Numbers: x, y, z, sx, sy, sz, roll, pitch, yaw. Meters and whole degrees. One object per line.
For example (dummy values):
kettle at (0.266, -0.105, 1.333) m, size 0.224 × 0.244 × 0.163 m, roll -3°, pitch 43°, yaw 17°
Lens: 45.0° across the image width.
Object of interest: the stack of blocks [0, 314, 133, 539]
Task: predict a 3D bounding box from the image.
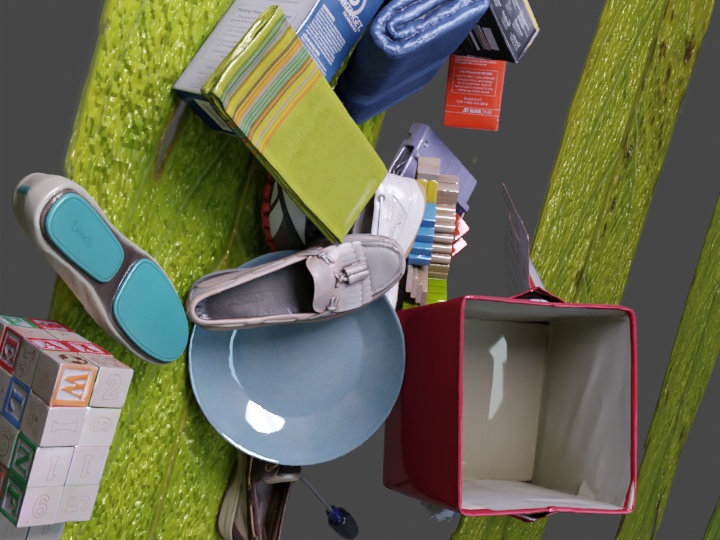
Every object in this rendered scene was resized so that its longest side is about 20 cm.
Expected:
stack of blocks at (-0.247, 0.146, 0.634) m, size 0.058 × 0.115 × 0.201 m, roll 13°, pitch 96°, yaw -49°

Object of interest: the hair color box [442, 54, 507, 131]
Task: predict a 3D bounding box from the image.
hair color box at (0.126, -0.253, 0.895) m, size 0.102 × 0.061 × 0.201 m, roll -62°, pitch 157°, yaw -70°

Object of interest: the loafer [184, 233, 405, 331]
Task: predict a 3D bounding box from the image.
loafer at (-0.054, 0.017, 0.755) m, size 0.199 × 0.063 × 0.072 m, roll -14°, pitch 96°, yaw -3°

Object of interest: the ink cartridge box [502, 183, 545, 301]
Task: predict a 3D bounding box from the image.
ink cartridge box at (0.211, 0.013, 1.063) m, size 0.050 × 0.161 × 0.201 m, roll -5°, pitch 118°, yaw 0°

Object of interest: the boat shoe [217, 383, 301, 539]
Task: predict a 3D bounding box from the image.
boat shoe at (-0.085, 0.190, 0.863) m, size 0.072 × 0.072 × 0.201 m, roll 11°, pitch 97°, yaw -49°

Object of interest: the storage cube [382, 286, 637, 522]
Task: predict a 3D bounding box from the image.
storage cube at (0.131, 0.121, 0.800) m, size 0.170 × 0.180 × 0.201 m, roll 4°, pitch 81°, yaw -18°

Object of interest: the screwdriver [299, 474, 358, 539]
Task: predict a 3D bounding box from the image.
screwdriver at (-0.038, 0.255, 0.954) m, size 0.028 × 0.029 × 0.200 m, roll -23°, pitch 140°, yaw 2°

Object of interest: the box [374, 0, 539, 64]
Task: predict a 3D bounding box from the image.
box at (0.052, -0.275, 0.760) m, size 0.049 × 0.159 × 0.200 m, roll -57°, pitch 137°, yaw -16°

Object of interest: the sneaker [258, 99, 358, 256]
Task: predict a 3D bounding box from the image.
sneaker at (-0.043, -0.074, 0.785) m, size 0.071 × 0.098 × 0.201 m, roll -26°, pitch 124°, yaw -41°

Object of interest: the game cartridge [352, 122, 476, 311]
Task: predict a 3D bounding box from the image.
game cartridge at (0.053, -0.043, 0.953) m, size 0.130 × 0.038 × 0.201 m, roll 36°, pitch 78°, yaw -44°

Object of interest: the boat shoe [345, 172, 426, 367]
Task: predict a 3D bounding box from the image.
boat shoe at (0.000, 0.000, 0.852) m, size 0.069 × 0.071 × 0.201 m, roll 14°, pitch 95°, yaw -28°

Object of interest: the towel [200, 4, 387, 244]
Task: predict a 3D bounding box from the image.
towel at (-0.041, -0.106, 0.682) m, size 0.086 × 0.018 × 0.200 m, roll -54°, pitch 139°, yaw -12°

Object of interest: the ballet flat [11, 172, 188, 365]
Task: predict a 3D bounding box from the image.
ballet flat at (-0.200, 0.001, 0.668) m, size 0.070 × 0.069 × 0.200 m, roll -49°, pitch 141°, yaw -23°

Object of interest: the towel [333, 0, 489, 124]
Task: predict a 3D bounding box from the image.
towel at (0.032, -0.189, 0.759) m, size 0.111 × 0.200 × 0.049 m, roll -32°, pitch 90°, yaw -15°

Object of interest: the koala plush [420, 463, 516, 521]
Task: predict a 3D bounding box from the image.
koala plush at (0.124, 0.184, 0.969) m, size 0.176 × 0.200 × 0.184 m, roll -3°, pitch 133°, yaw -21°

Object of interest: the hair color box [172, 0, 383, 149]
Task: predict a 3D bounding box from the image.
hair color box at (-0.055, -0.203, 0.716) m, size 0.200 × 0.100 × 0.061 m, roll -58°, pitch 139°, yaw -12°

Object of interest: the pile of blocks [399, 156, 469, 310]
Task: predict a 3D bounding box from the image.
pile of blocks at (0.078, -0.013, 0.893) m, size 0.082 × 0.062 × 0.201 m, roll -84°, pitch 179°, yaw -74°

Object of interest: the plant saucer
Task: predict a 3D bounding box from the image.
plant saucer at (-0.059, 0.080, 0.813) m, size 0.200 × 0.039 × 0.202 m, roll 0°, pitch 95°, yaw -5°
